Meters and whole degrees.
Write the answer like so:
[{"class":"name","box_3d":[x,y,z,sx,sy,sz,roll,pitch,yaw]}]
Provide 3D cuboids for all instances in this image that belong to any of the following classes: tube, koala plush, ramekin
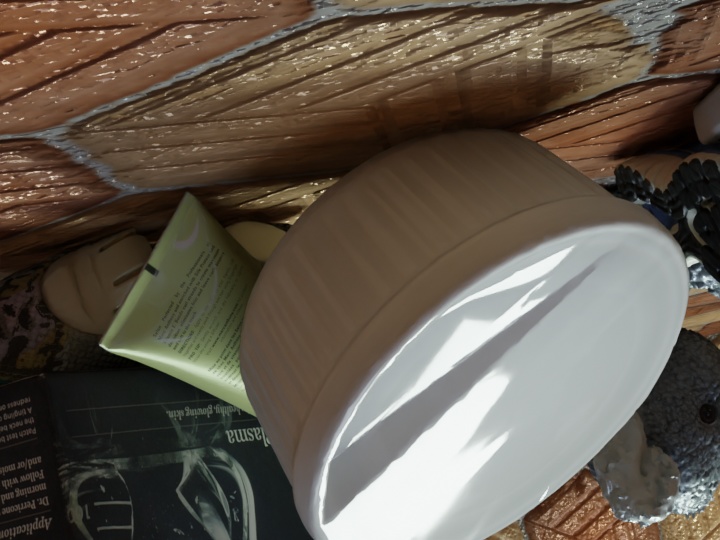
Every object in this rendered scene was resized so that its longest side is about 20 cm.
[{"class":"tube","box_3d":[-0.042,0.039,0.808,0.052,0.058,0.200,-23,145,23]},{"class":"koala plush","box_3d":[0.171,0.058,1.046,0.183,0.201,0.177,-14,173,17]},{"class":"ramekin","box_3d":[0.038,0.028,0.743,0.202,0.094,0.203,-27,145,-21]}]

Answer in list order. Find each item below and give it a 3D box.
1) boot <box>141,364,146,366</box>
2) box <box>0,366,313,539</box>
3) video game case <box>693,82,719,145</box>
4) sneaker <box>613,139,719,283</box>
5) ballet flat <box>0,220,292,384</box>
[{"class":"boot","box_3d":[-0.108,0.041,1.041,0.199,0.067,0.175,-5,179,-45]},{"class":"box","box_3d":[-0.110,0.152,0.816,0.123,0.198,0.200,-16,171,31]},{"class":"video game case","box_3d":[0.246,-0.096,0.695,0.181,0.022,0.200,-11,173,-3]},{"class":"sneaker","box_3d":[0.195,-0.039,0.818,0.089,0.079,0.200,-26,-166,-8]},{"class":"ballet flat","box_3d":[-0.096,0.006,0.822,0.199,0.072,0.072,-7,172,-31]}]
